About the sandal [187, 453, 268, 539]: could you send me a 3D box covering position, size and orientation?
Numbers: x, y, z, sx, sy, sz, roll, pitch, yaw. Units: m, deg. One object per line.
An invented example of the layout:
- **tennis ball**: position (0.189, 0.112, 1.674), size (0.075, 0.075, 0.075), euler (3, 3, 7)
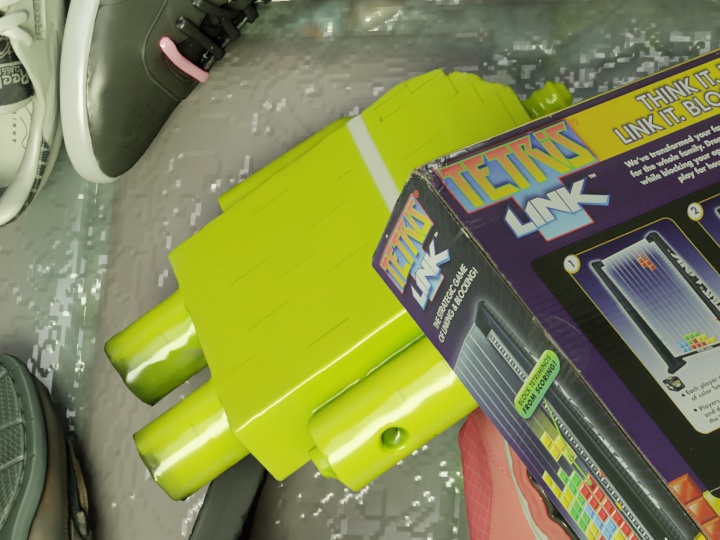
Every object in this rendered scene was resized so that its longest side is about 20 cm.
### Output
- **sandal**: position (-0.054, 0.145, 0.962), size (0.048, 0.075, 0.201), euler (19, 84, 1)

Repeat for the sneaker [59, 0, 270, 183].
- **sneaker**: position (-0.044, -0.119, 1.014), size (0.099, 0.071, 0.200), euler (20, 81, 26)

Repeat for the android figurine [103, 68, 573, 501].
- **android figurine**: position (0.000, 0.000, 0.943), size (0.200, 0.041, 0.182), euler (-35, 35, 5)

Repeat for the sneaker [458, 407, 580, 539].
- **sneaker**: position (0.087, 0.128, 0.925), size (0.074, 0.087, 0.201), euler (-14, 88, -28)

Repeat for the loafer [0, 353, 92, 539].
- **loafer**: position (-0.133, 0.126, 0.990), size (0.072, 0.063, 0.200), euler (-26, 47, 23)

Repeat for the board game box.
- **board game box**: position (0.131, 0.011, 0.842), size (0.200, 0.057, 0.165), euler (-21, 61, -31)

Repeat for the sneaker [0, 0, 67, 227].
- **sneaker**: position (-0.143, -0.116, 0.997), size (0.076, 0.081, 0.200), euler (-4, 113, 0)
